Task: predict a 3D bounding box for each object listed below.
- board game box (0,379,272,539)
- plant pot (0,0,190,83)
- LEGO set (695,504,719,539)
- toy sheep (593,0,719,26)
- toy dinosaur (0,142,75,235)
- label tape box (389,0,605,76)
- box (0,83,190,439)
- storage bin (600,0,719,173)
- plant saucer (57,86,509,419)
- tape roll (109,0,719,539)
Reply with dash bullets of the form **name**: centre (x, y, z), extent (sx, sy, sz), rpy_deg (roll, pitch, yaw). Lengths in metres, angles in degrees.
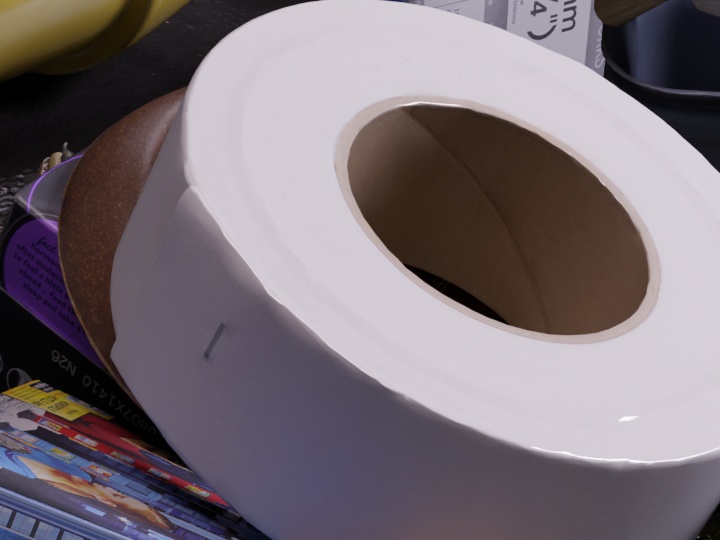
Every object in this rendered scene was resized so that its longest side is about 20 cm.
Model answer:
- **board game box**: centre (-0.036, 0.105, 0.822), extent (0.199, 0.062, 0.200), rpy_deg (24, 5, 4)
- **plant pot**: centre (-0.181, -0.157, 1.214), extent (0.200, 0.202, 0.189), rpy_deg (20, 40, 24)
- **LEGO set**: centre (0.123, 0.137, 0.881), extent (0.153, 0.116, 0.200), rpy_deg (-25, 21, 8)
- **toy sheep**: centre (0.124, -0.154, 0.985), extent (0.137, 0.201, 0.138), rpy_deg (-29, 3, 2)
- **toy dinosaur**: centre (-0.115, -0.011, 1.075), extent (0.047, 0.088, 0.200), rpy_deg (45, 21, -7)
- **label tape box**: centre (0.080, -0.099, 1.194), extent (0.199, 0.145, 0.063), rpy_deg (-16, 36, -30)
- **box**: centre (-0.035, 0.006, 1.020), extent (0.122, 0.106, 0.200), rpy_deg (38, 41, 14)
- **storage bin**: centre (0.184, -0.025, 1.056), extent (0.198, 0.135, 0.146), rpy_deg (5, 31, 4)
- **plant saucer**: centre (0.000, 0.000, 0.936), extent (0.199, 0.035, 0.201), rpy_deg (16, 42, -14)
- **tape roll**: centre (0.028, 0.008, 0.854), extent (0.201, 0.071, 0.203), rpy_deg (18, 38, -14)
